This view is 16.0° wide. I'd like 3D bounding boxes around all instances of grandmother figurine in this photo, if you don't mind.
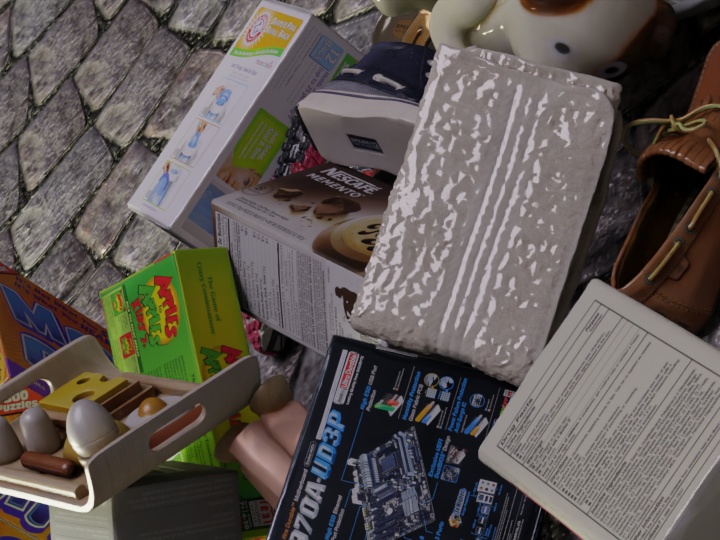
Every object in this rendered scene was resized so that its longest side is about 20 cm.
[{"bbox_3d":[-0.009,0.163,1.619,0.200,0.060,0.122,42,111,27],"label":"grandmother figurine"}]

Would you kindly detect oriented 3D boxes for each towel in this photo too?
[{"bbox_3d":[0.081,-0.038,1.597,0.132,0.034,0.201,17,83,19],"label":"towel"}]

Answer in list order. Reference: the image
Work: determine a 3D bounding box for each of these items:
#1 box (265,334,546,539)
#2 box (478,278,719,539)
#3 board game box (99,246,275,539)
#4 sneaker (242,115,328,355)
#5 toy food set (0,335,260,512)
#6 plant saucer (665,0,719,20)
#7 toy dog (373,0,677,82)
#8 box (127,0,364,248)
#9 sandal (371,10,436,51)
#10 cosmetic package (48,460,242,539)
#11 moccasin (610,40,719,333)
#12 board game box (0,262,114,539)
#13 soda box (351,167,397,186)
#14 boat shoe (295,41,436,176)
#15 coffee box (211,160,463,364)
[{"bbox_3d":[0.031,0.151,1.564,0.046,0.158,0.201,84,-159,-62],"label":"box"},{"bbox_3d":[0.176,0.108,1.421,0.128,0.109,0.200,-56,28,1],"label":"box"},{"bbox_3d":[-0.116,0.095,1.761,0.101,0.047,0.201,-26,73,49],"label":"board game box"},{"bbox_3d":[-0.035,-0.029,1.930,0.201,0.074,0.081,-69,19,3],"label":"sneaker"},{"bbox_3d":[-0.175,0.088,1.674,0.143,0.061,0.199,-34,24,-32],"label":"toy food set"},{"bbox_3d":[0.249,-0.242,1.730,0.200,0.050,0.201,-38,34,31],"label":"plant saucer"},{"bbox_3d":[0.129,-0.181,1.699,0.194,0.139,0.200,-50,31,6],"label":"toy dog"},{"bbox_3d":[-0.072,-0.097,2.004,0.201,0.112,0.101,-57,27,-3],"label":"box"},{"bbox_3d":[0.056,-0.188,1.964,0.081,0.054,0.200,-60,29,-8],"label":"sandal"},{"bbox_3d":[-0.137,0.232,1.679,0.090,0.106,0.201,4,96,50],"label":"cosmetic package"},{"bbox_3d":[0.203,-0.060,1.584,0.074,0.078,0.202,-4,57,58],"label":"moccasin"},{"bbox_3d":[-0.266,0.149,1.955,0.200,0.199,0.200,-48,30,13],"label":"board game box"},{"bbox_3d":[0.052,-0.049,1.820,0.200,0.063,0.071,-7,54,55],"label":"soda box"},{"bbox_3d":[0.046,-0.111,1.758,0.093,0.075,0.199,-44,38,-23],"label":"boat shoe"},{"bbox_3d":[0.000,0.000,1.735,0.200,0.113,0.080,26,127,48],"label":"coffee box"}]
